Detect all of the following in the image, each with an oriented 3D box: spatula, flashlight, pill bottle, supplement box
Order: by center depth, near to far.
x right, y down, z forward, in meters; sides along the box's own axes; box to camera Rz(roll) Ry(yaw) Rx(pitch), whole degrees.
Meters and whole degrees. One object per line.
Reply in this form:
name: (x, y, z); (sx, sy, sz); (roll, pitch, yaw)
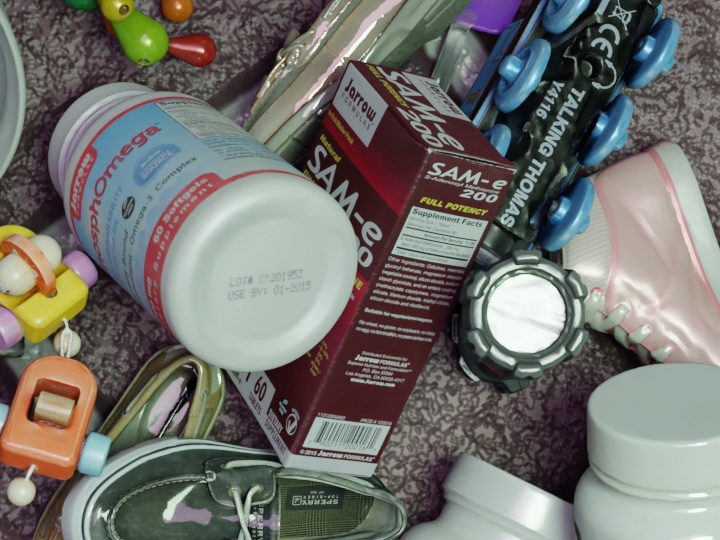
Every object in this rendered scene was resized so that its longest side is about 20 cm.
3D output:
pill bottle: (0.171, 0.159, 1.120); (0.113, 0.113, 0.200); (-7, 113, -4)
pill bottle: (-0.094, -0.032, 1.138); (0.109, 0.200, 0.109); (-14, 119, -27)
flashlight: (0.079, 0.028, 1.148); (0.068, 0.200, 0.068); (26, 86, -2)
supplement box: (0.000, 0.000, 1.149); (0.061, 0.109, 0.200); (10, 115, -32)
pill bottle: (0.056, 0.212, 1.181); (0.116, 0.116, 0.200); (26, 86, -2)
spatula: (0.046, -0.108, 1.242); (0.056, 0.021, 0.200); (21, 87, 4)

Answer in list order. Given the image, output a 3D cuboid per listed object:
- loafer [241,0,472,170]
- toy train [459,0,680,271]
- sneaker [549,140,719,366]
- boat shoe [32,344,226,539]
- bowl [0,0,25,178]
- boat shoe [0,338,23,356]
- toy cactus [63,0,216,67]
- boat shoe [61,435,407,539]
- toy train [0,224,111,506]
loafer: (-0.010, -0.130, 1.214); (0.200, 0.072, 0.063); (-44, 76, 7)
toy train: (0.101, -0.090, 1.191); (0.087, 0.114, 0.200); (32, 78, -16)
sneaker: (0.167, 0.033, 1.215); (0.105, 0.075, 0.200); (-18, 81, -9)
boat shoe: (-0.140, 0.132, 1.192); (0.072, 0.076, 0.200); (23, 86, -2)
bowl: (-0.274, -0.123, 1.172); (0.201, 0.090, 0.201); (3, 119, 5)
boat shoe: (-0.285, 0.031, 1.183); (0.200, 0.072, 0.071); (-6, 84, -6)
toy cactus: (-0.161, -0.206, 1.188); (0.165, 0.102, 0.200); (-8, 87, -20)
boat shoe: (-0.063, 0.128, 1.156); (0.200, 0.071, 0.072); (-4, 100, -34)
toy train: (-0.214, 0.028, 1.115); (0.200, 0.056, 0.150); (21, 57, -2)
